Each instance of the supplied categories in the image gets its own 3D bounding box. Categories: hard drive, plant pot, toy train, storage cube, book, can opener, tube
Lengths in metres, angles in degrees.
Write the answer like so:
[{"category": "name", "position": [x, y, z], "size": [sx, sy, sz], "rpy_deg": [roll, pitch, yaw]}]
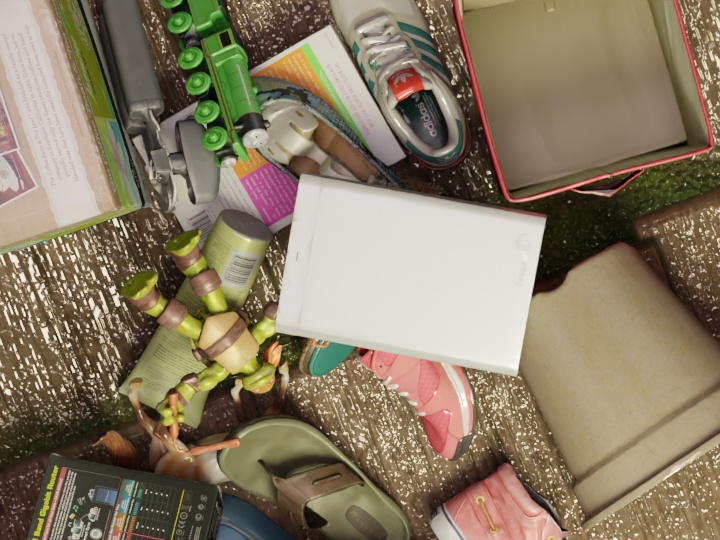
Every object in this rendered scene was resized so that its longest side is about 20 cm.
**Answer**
[{"category": "hard drive", "position": [0.040, 0.003, 1.503], "size": [0.200, 0.026, 0.132], "rpy_deg": [10, 98, 5]}, {"category": "plant pot", "position": [0.219, 0.086, 1.551], "size": [0.200, 0.200, 0.184], "rpy_deg": [-34, 79, 4]}, {"category": "toy train", "position": [-0.121, -0.170, 1.567], "size": [0.056, 0.042, 0.200], "rpy_deg": [-23, 57, 5]}, {"category": "storage cube", "position": [0.176, -0.160, 1.530], "size": [0.171, 0.180, 0.200], "rpy_deg": [-15, 93, 3]}, {"category": "book", "position": [-0.078, -0.106, 1.613], "size": [0.200, 0.048, 0.134], "rpy_deg": [-29, 93, 6]}, {"category": "can opener", "position": [-0.170, -0.143, 1.587], "size": [0.067, 0.053, 0.200], "rpy_deg": [-10, 71, -18]}, {"category": "tube", "position": [-0.139, 0.041, 1.611], "size": [0.058, 0.052, 0.200], "rpy_deg": [42, 117, 34]}]

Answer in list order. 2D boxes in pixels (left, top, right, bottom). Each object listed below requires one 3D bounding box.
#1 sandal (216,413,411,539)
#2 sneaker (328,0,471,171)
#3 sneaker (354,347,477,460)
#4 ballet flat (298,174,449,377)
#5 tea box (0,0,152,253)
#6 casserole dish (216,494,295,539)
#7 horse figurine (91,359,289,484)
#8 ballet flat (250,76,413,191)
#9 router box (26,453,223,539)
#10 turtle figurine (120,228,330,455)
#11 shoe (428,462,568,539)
[{"category": "sandal", "position": [-0.032, 0.191, 1.595], "size": [0.201, 0.057, 0.080], "rpy_deg": [35, 100, -20]}, {"category": "sneaker", "position": [0.036, -0.176, 1.578], "size": [0.070, 0.093, 0.200], "rpy_deg": [-27, 92, 4]}, {"category": "sneaker", "position": [0.039, 0.076, 1.580], "size": [0.087, 0.074, 0.200], "rpy_deg": [-19, 112, -14]}, {"category": "ballet flat", "position": [0.000, 0.000, 1.614], "size": [0.065, 0.071, 0.200], "rpy_deg": [40, 92, 27]}, {"category": "tea box", "position": [-0.276, -0.125, 1.544], "size": [0.134, 0.197, 0.200], "rpy_deg": [-18, 93, 4]}, {"category": "casserole dish", "position": [-0.095, 0.287, 1.640], "size": [0.200, 0.039, 0.121], "rpy_deg": [39, 94, 1]}, {"category": "horse figurine", "position": [-0.130, 0.151, 1.619], "size": [0.200, 0.050, 0.133], "rpy_deg": [-8, 116, -5]}, {"category": "ballet flat", "position": [-0.031, -0.094, 1.546], "size": [0.200, 0.074, 0.074], "rpy_deg": [37, 94, 7]}, {"category": "router box", "position": [-0.209, 0.265, 1.556], "size": [0.150, 0.062, 0.200], "rpy_deg": [11, 66, 5]}, {"category": "turtle figurine", "position": [-0.111, 0.044, 1.551], "size": [0.200, 0.064, 0.161], "rpy_deg": [-39, 110, -3]}, {"category": "shoe", "position": [0.153, 0.265, 1.610], "size": [0.091, 0.071, 0.200], "rpy_deg": [-38, 88, 7]}]
